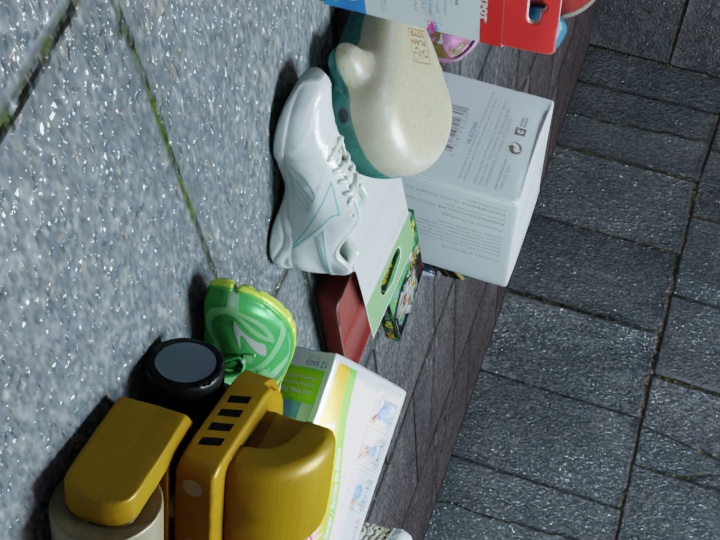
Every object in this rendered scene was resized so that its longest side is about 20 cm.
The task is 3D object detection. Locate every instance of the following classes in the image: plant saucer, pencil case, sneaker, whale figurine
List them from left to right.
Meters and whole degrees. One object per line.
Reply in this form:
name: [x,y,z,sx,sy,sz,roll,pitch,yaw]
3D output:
sneaker: [-0.096,0.090,0.893,0.084,0.074,0.200,-66,166,-47]
sneaker: [-0.029,-0.080,0.964,0.070,0.080,0.201,-58,158,-46]
plant saucer: [0.000,0.000,1.287,0.200,0.037,0.200,83,26,-60]
whale figurine: [0.011,-0.181,1.018,0.159,0.104,0.201,-9,92,-55]
pencil case: [0.121,-0.302,1.331,0.200,0.083,0.087,-51,155,-59]

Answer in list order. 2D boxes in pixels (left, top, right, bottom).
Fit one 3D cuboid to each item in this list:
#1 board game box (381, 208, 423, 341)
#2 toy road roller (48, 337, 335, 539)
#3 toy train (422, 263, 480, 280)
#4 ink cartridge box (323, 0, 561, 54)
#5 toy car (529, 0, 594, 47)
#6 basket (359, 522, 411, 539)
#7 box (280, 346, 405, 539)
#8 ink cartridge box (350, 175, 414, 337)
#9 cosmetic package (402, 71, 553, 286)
board game box: [0.047,0.008,1.367,0.200,0.023,0.105,73,37,-69]
toy road roller: [-0.104,0.149,0.766,0.200,0.146,0.123,-58,159,-52]
toy train: [0.145,-0.079,1.621,0.085,0.114,0.200,47,59,-66]
ink cartridge box: [0.068,-0.249,0.891,0.116,0.200,0.067,82,27,-62]
toy car: [0.209,-0.414,1.424,0.185,0.177,0.200,-61,153,-6]
basket: [-0.059,0.376,1.212,0.200,0.160,0.199,-30,134,-73]
box: [-0.058,0.177,1.008,0.101,0.112,0.200,32,72,-42]
ink cartridge box: [0.003,-0.052,1.143,0.200,0.048,0.146,80,27,-46]
cosmetic package: [0.137,-0.116,1.439,0.200,0.166,0.168,85,24,-60]
